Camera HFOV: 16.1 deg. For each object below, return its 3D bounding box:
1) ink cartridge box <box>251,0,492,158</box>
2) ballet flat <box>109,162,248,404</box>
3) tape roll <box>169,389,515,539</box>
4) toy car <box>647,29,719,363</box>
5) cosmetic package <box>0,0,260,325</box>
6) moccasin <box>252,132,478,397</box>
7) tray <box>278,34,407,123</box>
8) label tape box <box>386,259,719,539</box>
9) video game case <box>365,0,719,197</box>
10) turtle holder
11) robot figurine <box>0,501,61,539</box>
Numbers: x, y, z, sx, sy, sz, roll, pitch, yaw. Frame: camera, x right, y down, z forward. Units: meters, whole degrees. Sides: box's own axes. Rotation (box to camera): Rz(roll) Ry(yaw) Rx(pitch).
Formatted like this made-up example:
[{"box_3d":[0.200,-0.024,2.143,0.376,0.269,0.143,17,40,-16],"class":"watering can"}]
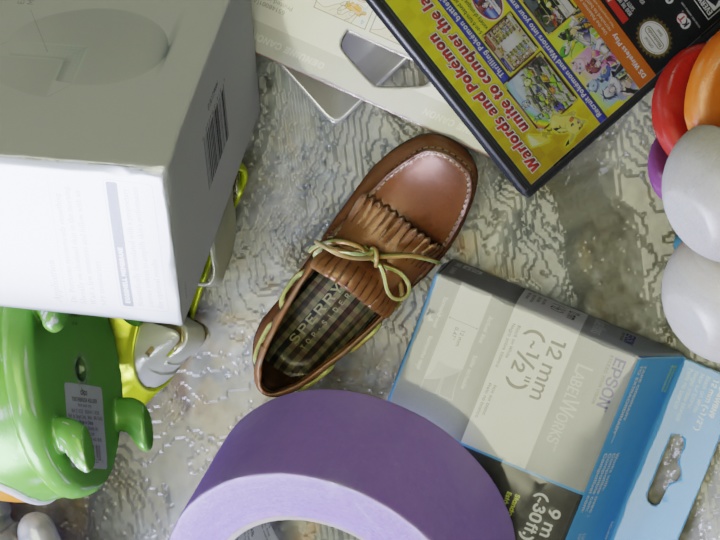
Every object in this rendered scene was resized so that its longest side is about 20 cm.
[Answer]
[{"box_3d":[0.041,-0.183,1.529,0.199,0.045,0.177,24,100,6],"class":"ink cartridge box"},{"box_3d":[-0.118,0.012,1.588,0.067,0.067,0.201,23,99,33],"class":"ballet flat"},{"box_3d":[-0.012,0.177,1.543,0.199,0.085,0.201,11,126,15],"class":"tape roll"},{"box_3d":[0.231,-0.058,1.476,0.175,0.201,0.150,-32,51,-22],"class":"toy car"},{"box_3d":[-0.178,-0.085,1.468,0.199,0.200,0.123,7,133,10],"class":"cosmetic package"},{"box_3d":[-0.001,-0.001,1.542,0.074,0.078,0.201,42,115,-11],"class":"moccasin"},{"box_3d":[0.022,-0.195,1.565,0.200,0.022,0.107,-42,88,12],"class":"tray"},{"box_3d":[0.116,0.098,1.564,0.199,0.066,0.144,23,101,8],"class":"label tape box"},{"box_3d":[0.104,-0.174,1.468,0.181,0.026,0.200,-41,113,-1],"class":"video game case"},{"box_3d":[-0.213,0.049,1.516,0.131,0.141,0.186,-9,111,19],"class":"turtle holder"},{"box_3d":[-0.249,0.216,1.617,0.169,0.113,0.201,-30,91,19],"class":"robot figurine"}]
